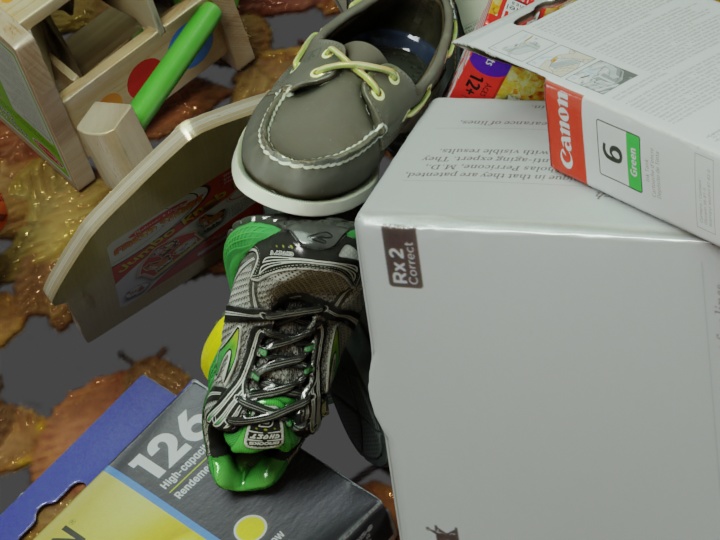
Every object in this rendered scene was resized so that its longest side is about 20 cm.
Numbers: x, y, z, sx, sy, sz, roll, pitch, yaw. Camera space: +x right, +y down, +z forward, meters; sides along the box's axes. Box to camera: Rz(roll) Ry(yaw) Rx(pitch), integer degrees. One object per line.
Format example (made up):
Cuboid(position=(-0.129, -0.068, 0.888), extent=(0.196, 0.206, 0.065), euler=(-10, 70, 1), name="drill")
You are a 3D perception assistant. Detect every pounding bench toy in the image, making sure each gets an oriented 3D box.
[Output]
Cuboid(position=(-0.137, -0.144, 1.589), extent=(0.156, 0.125, 0.200), euler=(-37, 50, -16), name="pounding bench toy")

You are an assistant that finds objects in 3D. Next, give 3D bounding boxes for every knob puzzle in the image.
Cuboid(position=(-0.091, -0.047, 1.446), extent=(0.219, 0.220, 0.031), euler=(-33, 75, -11), name="knob puzzle")

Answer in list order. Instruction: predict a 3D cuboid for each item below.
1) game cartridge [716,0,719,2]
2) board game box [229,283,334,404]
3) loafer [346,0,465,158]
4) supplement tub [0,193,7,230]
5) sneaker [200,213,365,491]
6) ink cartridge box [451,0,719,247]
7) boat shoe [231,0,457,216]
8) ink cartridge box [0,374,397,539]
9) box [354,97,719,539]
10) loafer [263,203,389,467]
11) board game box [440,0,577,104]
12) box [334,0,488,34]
Cuboid(position=(0.262, -0.138, 1.390), extent=(0.175, 0.201, 0.032), euler=(-21, 30, -16), name="game cartridge")
Cuboid(position=(0.029, 0.015, 1.471), extent=(0.199, 0.024, 0.105), euler=(-15, 50, 4), name="board game box")
Cuboid(position=(0.020, -0.146, 1.485), extent=(0.072, 0.072, 0.201), euler=(-17, 50, 6), name="loafer")
Cuboid(position=(-0.296, 0.013, 1.507), extent=(0.122, 0.123, 0.200), euler=(21, 60, 31), name="supplement tub")
Cuboid(position=(-0.034, 0.041, 1.312), extent=(0.077, 0.200, 0.086), euler=(6, 56, -7), name="sneaker")
Cuboid(position=(0.146, -0.076, 1.219), extent=(0.109, 0.051, 0.200), euler=(-27, 35, -30), name="ink cartridge box")
Cuboid(position=(-0.005, -0.087, 1.309), extent=(0.072, 0.061, 0.202), euler=(25, 30, 9), name="boat shoe")
Cuboid(position=(-0.117, 0.150, 1.387), extent=(0.199, 0.047, 0.198), euler=(30, 64, 33), name="ink cartridge box")
Cuboid(position=(0.117, 0.033, 1.289), extent=(0.199, 0.200, 0.131), euler=(4, 32, 20), name="box")
Cuboid(position=(0.000, 0.000, 1.393), extent=(0.063, 0.201, 0.072), euler=(-24, 16, -24), name="loafer")
Cuboid(position=(0.137, -0.058, 1.358), extent=(0.199, 0.152, 0.046), euler=(22, 54, -3), name="board game box")
Cuboid(position=(0.044, -0.142, 1.569), extent=(0.082, 0.069, 0.200), euler=(-25, 47, -4), name="box")
